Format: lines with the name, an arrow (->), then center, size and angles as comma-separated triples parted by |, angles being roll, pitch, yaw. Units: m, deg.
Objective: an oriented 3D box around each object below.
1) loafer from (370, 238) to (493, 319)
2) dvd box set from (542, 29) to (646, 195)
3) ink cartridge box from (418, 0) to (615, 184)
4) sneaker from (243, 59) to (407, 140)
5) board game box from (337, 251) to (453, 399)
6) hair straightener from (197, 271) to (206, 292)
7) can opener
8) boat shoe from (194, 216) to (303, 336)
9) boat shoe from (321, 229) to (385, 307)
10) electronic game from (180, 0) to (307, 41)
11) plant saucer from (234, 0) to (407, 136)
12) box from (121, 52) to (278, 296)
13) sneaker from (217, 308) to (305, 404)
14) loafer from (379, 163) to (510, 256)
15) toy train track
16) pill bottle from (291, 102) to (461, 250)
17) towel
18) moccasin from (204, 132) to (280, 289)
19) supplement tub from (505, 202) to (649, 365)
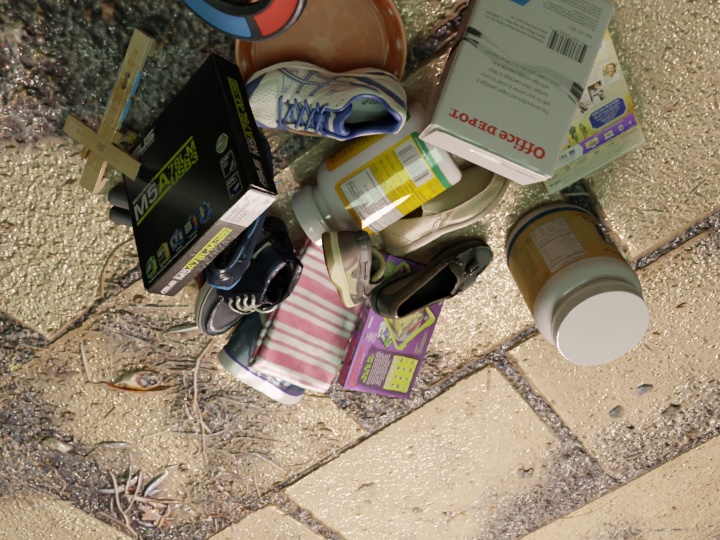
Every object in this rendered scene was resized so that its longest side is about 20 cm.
loafer -> 0.111, 0.019, 0.978 | 0.198, 0.063, 0.073 | -26, 115, -18
dvd box set -> 0.269, -0.209, 0.897 | 0.145, 0.030, 0.200 | -30, 125, 12
ink cartridge box -> 0.167, -0.215, 0.771 | 0.145, 0.084, 0.202 | 22, 89, -7
sneaker -> -0.044, -0.187, 0.790 | 0.197, 0.089, 0.076 | -5, 129, -3
board game box -> 0.051, 0.083, 1.018 | 0.119, 0.032, 0.202 | 15, 98, -34
hair straightener -> -0.189, -0.048, 0.942 | 0.076, 0.041, 0.202 | -4, 122, -6
can opener -> -0.225, -0.056, 0.876 | 0.198, 0.067, 0.053 | 18, 125, 7
boat shoe -> -0.150, 0.031, 0.923 | 0.074, 0.093, 0.201 | 13, 121, -41
boat shoe -> 0.000, 0.000, 0.875 | 0.064, 0.074, 0.200 | -9, 167, 7
electronic game -> -0.135, -0.321, 0.689 | 0.198, 0.042, 0.201 | 22, 143, 18
plant saucer -> -0.045, -0.254, 0.814 | 0.198, 0.032, 0.202 | -5, 127, -6
box -> -0.188, -0.104, 0.784 | 0.199, 0.195, 0.047 | -37, 150, 30
sneaker -> -0.106, 0.109, 1.038 | 0.147, 0.081, 0.200 | -49, 143, 1
loafer -> 0.106, -0.090, 0.929 | 0.199, 0.076, 0.067 | -34, 130, 15
toy train track -> -0.281, -0.183, 0.823 | 0.114, 0.033, 0.201 | 34, 112, 11
pill bottle -> 0.017, -0.110, 0.878 | 0.199, 0.113, 0.113 | -32, 124, 13
towel -> -0.058, 0.065, 0.970 | 0.146, 0.030, 0.202 | 27, 87, -41
moccasin -> -0.138, -0.078, 0.830 | 0.079, 0.202, 0.068 | 7, 164, -8
supplement tub -> 0.292, 0.016, 0.958 | 0.143, 0.201, 0.146 | -5, 127, -6
